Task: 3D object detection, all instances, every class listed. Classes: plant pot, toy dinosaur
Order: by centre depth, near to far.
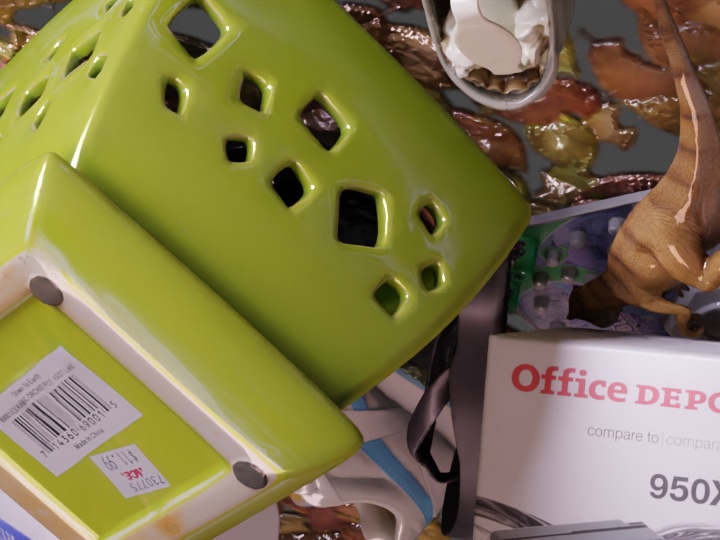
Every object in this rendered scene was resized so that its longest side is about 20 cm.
[{"bbox_3d":[-0.082,0.003,1.128,0.199,0.182,0.200,43,139,-13],"label":"plant pot"},{"bbox_3d":[0.138,-0.020,1.153,0.106,0.061,0.200,21,139,1],"label":"toy dinosaur"}]

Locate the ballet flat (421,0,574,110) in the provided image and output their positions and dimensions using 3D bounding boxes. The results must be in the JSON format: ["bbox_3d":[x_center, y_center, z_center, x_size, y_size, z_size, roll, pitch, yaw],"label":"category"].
[{"bbox_3d":[0.043,-0.135,1.036,0.067,0.064,0.200,-1,145,18],"label":"ballet flat"}]

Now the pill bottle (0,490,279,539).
[{"bbox_3d":[-0.127,0.102,1.326,0.200,0.112,0.112,22,165,50],"label":"pill bottle"}]

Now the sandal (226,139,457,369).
[{"bbox_3d":[0.001,0.000,1.267,0.075,0.048,0.200,-14,140,34],"label":"sandal"}]

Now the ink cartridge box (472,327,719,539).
[{"bbox_3d":[0.126,0.130,1.176,0.144,0.201,0.084,5,-179,27],"label":"ink cartridge box"}]

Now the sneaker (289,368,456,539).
[{"bbox_3d":[-0.031,0.069,1.336,0.200,0.081,0.076,32,166,-27],"label":"sneaker"}]

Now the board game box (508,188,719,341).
[{"bbox_3d":[0.177,0.028,1.279,0.199,0.026,0.200,-12,141,31],"label":"board game box"}]

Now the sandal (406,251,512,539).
[{"bbox_3d":[0.045,0.048,1.265,0.043,0.076,0.201,5,137,4],"label":"sandal"}]
